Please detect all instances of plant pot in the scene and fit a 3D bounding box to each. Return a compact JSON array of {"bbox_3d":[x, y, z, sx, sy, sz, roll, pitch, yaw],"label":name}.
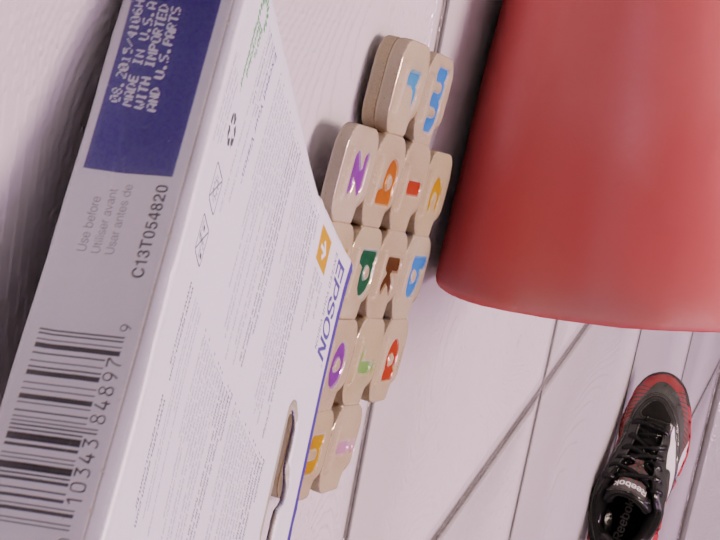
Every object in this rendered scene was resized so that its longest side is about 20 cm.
[{"bbox_3d":[0.142,-0.072,1.101,0.200,0.200,0.178,-24,119,-72],"label":"plant pot"}]

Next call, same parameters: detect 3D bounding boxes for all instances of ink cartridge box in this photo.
[{"bbox_3d":[-0.053,0.034,0.670,0.200,0.040,0.200,74,25,-60],"label":"ink cartridge box"}]

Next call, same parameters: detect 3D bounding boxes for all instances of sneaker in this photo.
[{"bbox_3d":[0.264,0.189,2.060,0.098,0.071,0.201,55,53,-75],"label":"sneaker"}]

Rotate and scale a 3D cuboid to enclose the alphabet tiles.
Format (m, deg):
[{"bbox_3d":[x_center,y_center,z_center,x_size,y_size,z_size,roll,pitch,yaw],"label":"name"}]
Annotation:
[{"bbox_3d":[0.000,0.000,0.947,0.196,0.015,0.201,1,104,-75],"label":"alphabet tiles"}]
